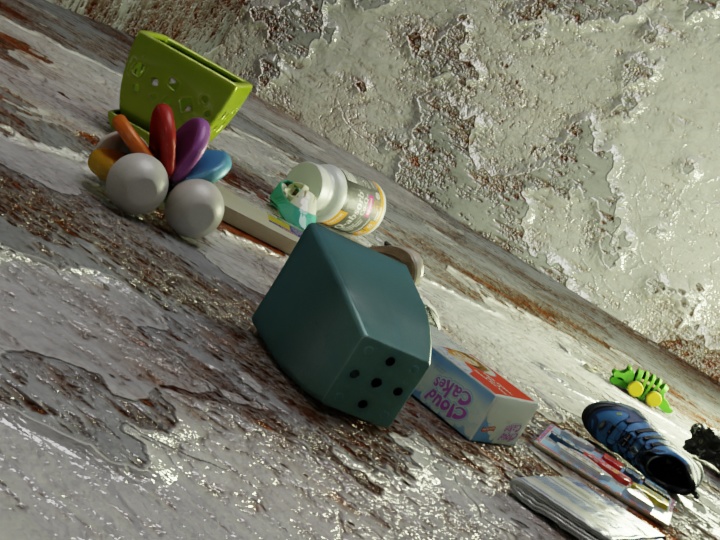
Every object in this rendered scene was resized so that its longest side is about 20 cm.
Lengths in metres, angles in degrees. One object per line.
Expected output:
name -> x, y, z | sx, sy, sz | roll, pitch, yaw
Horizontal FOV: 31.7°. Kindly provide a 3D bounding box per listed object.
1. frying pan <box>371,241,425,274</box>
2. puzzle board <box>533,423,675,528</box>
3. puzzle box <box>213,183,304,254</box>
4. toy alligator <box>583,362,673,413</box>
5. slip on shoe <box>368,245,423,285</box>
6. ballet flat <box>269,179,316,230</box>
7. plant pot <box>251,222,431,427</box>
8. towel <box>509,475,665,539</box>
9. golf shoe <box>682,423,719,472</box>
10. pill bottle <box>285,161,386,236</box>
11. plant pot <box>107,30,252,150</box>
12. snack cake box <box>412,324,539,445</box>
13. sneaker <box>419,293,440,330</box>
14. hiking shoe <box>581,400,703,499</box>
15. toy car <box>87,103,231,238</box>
frying pan -> 0.050, -0.028, 2.393 | 0.115, 0.031, 0.190 | 23, 8, -35
puzzle board -> 0.333, 0.271, 1.709 | 0.199, 0.017, 0.151 | 31, 9, 14
puzzle box -> -0.169, -0.079, 2.036 | 0.199, 0.026, 0.133 | 27, 9, -13
toy alligator -> 0.538, 0.214, 2.494 | 0.199, 0.054, 0.059 | 29, 9, -1
slip on shoe -> 0.000, 0.000, 1.834 | 0.199, 0.076, 0.060 | 6, 8, 40
ballet flat -> -0.115, -0.119, 2.268 | 0.067, 0.071, 0.200 | 25, 11, -26
plant pot -> -0.009, 0.073, 1.395 | 0.141, 0.142, 0.200 | 24, 18, -27
towel -> 0.260, 0.278, 1.437 | 0.147, 0.024, 0.200 | 32, 8, 29
golf shoe -> 0.647, 0.327, 2.162 | 0.094, 0.078, 0.200 | 23, 12, -35
pill bottle -> -0.049, -0.140, 2.433 | 0.116, 0.117, 0.200 | 36, 12, 36
plant pot -> -0.324, -0.294, 2.229 | 0.198, 0.182, 0.200 | 28, 10, -1
snack cake box -> 0.114, 0.137, 1.606 | 0.200, 0.067, 0.115 | 36, 10, 35
sneaker -> 0.042, 0.075, 1.761 | 0.200, 0.080, 0.087 | 19, 34, -43
hiking shoe -> 0.412, 0.255, 1.844 | 0.199, 0.075, 0.087 | 31, 9, 11
toy car -> -0.264, -0.148, 1.734 | 0.199, 0.150, 0.175 | 24, 10, -30
